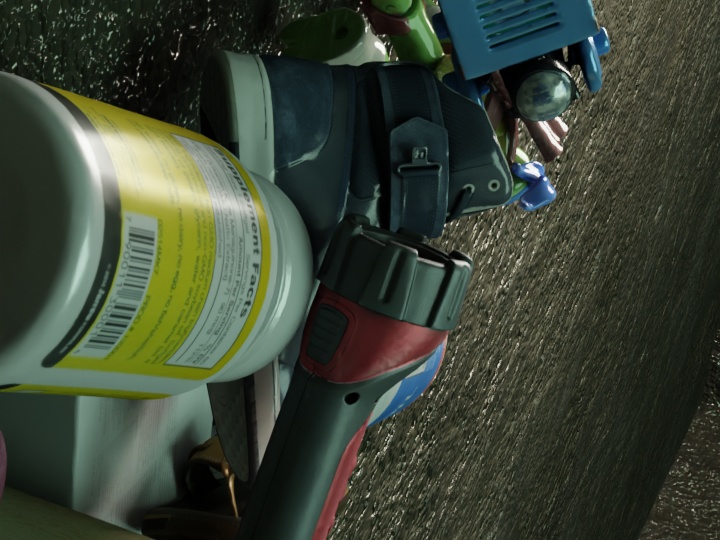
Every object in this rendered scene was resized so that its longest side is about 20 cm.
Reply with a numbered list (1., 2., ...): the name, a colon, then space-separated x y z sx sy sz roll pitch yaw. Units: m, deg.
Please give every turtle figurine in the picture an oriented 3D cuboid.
1. turtle figurine: 0.005 -0.101 1.113 0.144 0.200 0.194 -46 138 -7

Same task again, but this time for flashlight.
1. flashlight: -0.012 0.078 0.853 0.068 0.067 0.201 -75 -176 -80

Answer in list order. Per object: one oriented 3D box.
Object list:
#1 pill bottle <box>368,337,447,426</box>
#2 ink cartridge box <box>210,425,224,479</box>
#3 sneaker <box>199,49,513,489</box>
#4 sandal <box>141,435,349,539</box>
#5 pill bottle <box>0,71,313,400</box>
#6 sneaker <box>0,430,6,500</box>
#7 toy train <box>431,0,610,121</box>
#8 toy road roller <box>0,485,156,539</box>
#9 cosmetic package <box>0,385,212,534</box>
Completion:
1. pill bottle: -0.021 0.039 1.088 0.200 0.112 0.113 -7 115 -76
2. ink cartridge box: -0.079 0.148 1.157 0.200 0.050 0.110 -18 125 -71
3. sneaker: 0.001 0.000 0.912 0.077 0.145 0.204 -162 -109 -67
4. sandal: -0.053 0.107 0.982 0.200 0.081 0.055 -10 101 -72
5. pill bottle: -0.102 -0.007 0.757 0.200 0.114 0.115 13 96 -65
6. sneaker: -0.182 0.114 0.712 0.200 0.075 0.090 -53 174 20
7. toy train: 0.066 -0.159 0.956 0.201 0.086 0.115 -101 173 -49
8. toy road roller: -0.153 0.200 0.867 0.146 0.122 0.201 52 58 -88
9. cosmetic package: -0.123 0.086 0.943 0.151 0.051 0.201 -45 149 -54
